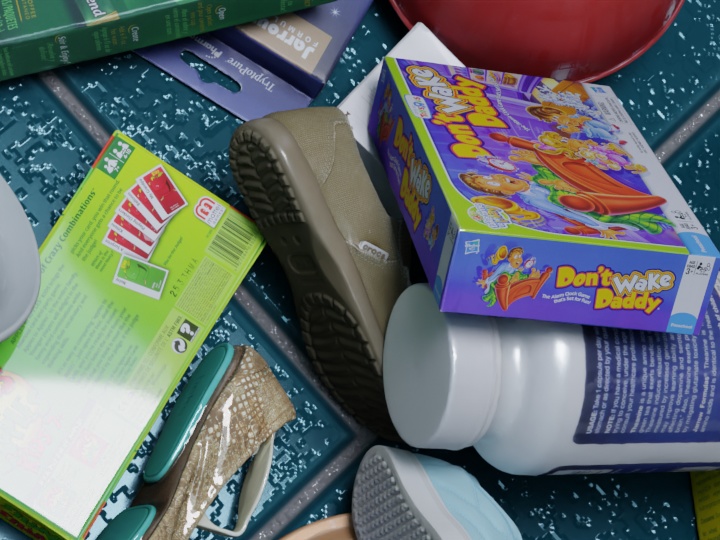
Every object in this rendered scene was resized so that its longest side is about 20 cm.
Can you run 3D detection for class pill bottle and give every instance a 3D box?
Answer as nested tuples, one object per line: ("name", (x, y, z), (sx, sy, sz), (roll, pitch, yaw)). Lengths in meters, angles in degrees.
("pill bottle", (0.117, 0.049, 1.064), (0.198, 0.111, 0.112), (1, 73, -25))

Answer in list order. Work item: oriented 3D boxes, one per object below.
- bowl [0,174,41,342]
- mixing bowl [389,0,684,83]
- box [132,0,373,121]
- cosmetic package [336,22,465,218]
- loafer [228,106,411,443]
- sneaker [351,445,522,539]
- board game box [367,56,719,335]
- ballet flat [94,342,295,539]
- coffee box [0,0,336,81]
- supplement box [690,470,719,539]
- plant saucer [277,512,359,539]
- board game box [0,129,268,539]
("bowl", (-0.265, -0.008, 1.015), (0.200, 0.091, 0.202), (30, 30, -19))
("mixing bowl", (0.107, -0.210, 1.140), (0.198, 0.108, 0.203), (1, 83, -6))
("box", (-0.044, -0.186, 1.185), (0.120, 0.032, 0.201), (31, 69, -6))
("cosmetic package", (0.073, -0.038, 1.164), (0.200, 0.051, 0.083), (45, 67, 0))
("loafer", (0.000, 0.000, 1.094), (0.067, 0.076, 0.201), (-34, 114, -27))
("sneaker", (0.060, 0.155, 1.022), (0.081, 0.074, 0.201), (9, 30, -22))
("board game box", (0.088, -0.042, 1.050), (0.133, 0.045, 0.200), (6, 28, -14))
("ballet flat", (-0.094, 0.132, 1.060), (0.065, 0.070, 0.201), (39, 70, -18))
("coffee box", (-0.119, -0.186, 1.125), (0.198, 0.044, 0.124), (-13, 68, -7))
("supplement box", (0.253, 0.094, 1.147), (0.108, 0.109, 0.202), (-1, 75, -17))
("plant saucer", (0.011, 0.227, 1.080), (0.198, 0.032, 0.203), (5, 74, -15))
("board game box", (-0.142, 0.038, 1.081), (0.101, 0.048, 0.201), (33, 67, -4))
